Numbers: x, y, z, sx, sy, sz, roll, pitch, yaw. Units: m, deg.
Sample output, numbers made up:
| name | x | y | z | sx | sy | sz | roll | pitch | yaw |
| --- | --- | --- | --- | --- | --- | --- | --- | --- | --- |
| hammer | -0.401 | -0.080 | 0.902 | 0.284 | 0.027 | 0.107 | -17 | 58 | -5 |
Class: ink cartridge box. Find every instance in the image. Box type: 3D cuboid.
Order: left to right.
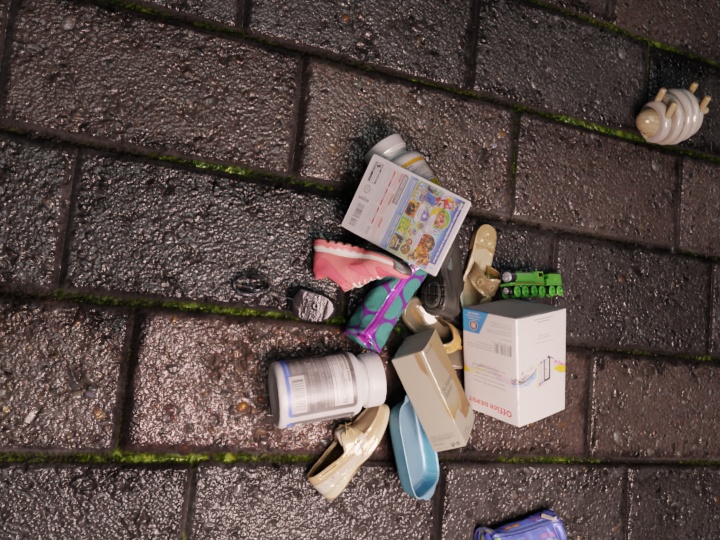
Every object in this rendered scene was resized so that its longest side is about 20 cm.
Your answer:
| name | x | y | z | sx | sy | sz | roll | pitch | yaw |
| --- | --- | --- | --- | --- | --- | --- | --- | --- | --- |
| ink cartridge box | 0.299 | 0.172 | 1.081 | 0.142 | 0.146 | 0.205 | -7 | 99 | -32 |

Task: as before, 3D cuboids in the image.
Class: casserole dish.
| name | x | y | z | sx | sy | sz | roll | pitch | yaw |
| --- | --- | --- | --- | --- | --- | --- | --- | --- | --- |
| casserole dish | 0.100 | 0.333 | 1.059 | 0.120 | 0.038 | 0.205 | -10 | 90 | -57 |

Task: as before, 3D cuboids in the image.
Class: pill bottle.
| name | x | y | z | sx | sy | sz | roll | pitch | yaw |
| --- | --- | --- | --- | --- | --- | --- | --- | --- | --- |
| pill bottle | -0.059 | 0.208 | 0.993 | 0.196 | 0.113 | 0.117 | -5 | 89 | -20 |
| pill bottle | 0.093 | -0.153 | 1.060 | 0.112 | 0.113 | 0.202 | -31 | 85 | -18 |

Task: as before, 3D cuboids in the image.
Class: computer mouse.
| name | x | y | z | sx | sy | sz | roll | pitch | yaw |
| --- | --- | --- | --- | --- | --- | --- | --- | --- | --- |
| computer mouse | -0.139 | 0.047 | 1.021 | 0.196 | 0.034 | 0.060 | 19 | 97 | -13 |

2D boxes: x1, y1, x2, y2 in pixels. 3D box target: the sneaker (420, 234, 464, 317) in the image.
| name | x | y | z | sx | sy | sz | roll | pitch | yaw |
| --- | --- | --- | --- | --- | --- | --- | --- | --- | --- |
| sneaker | 0.171 | -0.001 | 1.116 | 0.090 | 0.075 | 0.204 | 22 | 71 | -43 |

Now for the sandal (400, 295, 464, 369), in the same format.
| name | x | y | z | sx | sy | sz | roll | pitch | yaw |
| --- | --- | --- | --- | --- | --- | --- | --- | --- | --- |
| sandal | 0.160 | 0.127 | 1.108 | 0.200 | 0.054 | 0.081 | 42 | 75 | -13 |

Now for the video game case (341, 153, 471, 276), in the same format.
| name | x | y | z | sx | sy | sz | roll | pitch | yaw |
| --- | --- | --- | --- | --- | --- | --- | --- | --- | --- |
| video game case | 0.080 | -0.101 | 0.998 | 0.197 | 0.018 | 0.145 | 28 | 98 | 11 |

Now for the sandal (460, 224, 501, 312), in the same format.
| name | x | y | z | sx | sy | sz | roll | pitch | yaw |
| --- | --- | --- | --- | --- | --- | --- | --- | --- | --- |
| sandal | 0.257 | 0.009 | 1.141 | 0.076 | 0.069 | 0.217 | 9 | 84 | -19 |

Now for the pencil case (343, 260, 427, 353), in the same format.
| name | x | y | z | sx | sy | sz | roll | pitch | yaw |
| --- | --- | --- | --- | --- | --- | --- | --- | --- | --- |
| pencil case | 0.051 | 0.055 | 1.051 | 0.084 | 0.092 | 0.202 | 34 | 77 | -2 |

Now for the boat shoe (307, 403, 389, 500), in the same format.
| name | x | y | z | sx | sy | sz | roll | pitch | yaw |
| --- | --- | --- | --- | --- | --- | --- | --- | --- | --- |
| boat shoe | -0.022 | 0.320 | 1.021 | 0.069 | 0.073 | 0.201 | 41 | 76 | -19 |

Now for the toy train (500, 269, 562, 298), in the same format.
| name | x | y | z | sx | sy | sz | roll | pitch | yaw |
| --- | --- | --- | --- | --- | --- | --- | --- | --- | --- |
| toy train | 0.362 | 0.028 | 1.167 | 0.197 | 0.041 | 0.058 | 2 | 81 | -40 |

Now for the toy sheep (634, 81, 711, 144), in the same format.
| name | x | y | z | sx | sy | sz | roll | pitch | yaw |
| --- | --- | --- | --- | --- | --- | --- | --- | --- | --- |
| toy sheep | 0.736 | -0.364 | 1.302 | 0.195 | 0.138 | 0.141 | -8 | 90 | -8 |

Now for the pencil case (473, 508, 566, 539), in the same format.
| name | x | y | z | sx | sy | sz | roll | pitch | yaw |
| --- | --- | --- | --- | --- | --- | --- | --- | --- | --- |
| pencil case | 0.330 | 0.547 | 1.133 | 0.196 | 0.078 | 0.089 | -3 | 117 | -20 |

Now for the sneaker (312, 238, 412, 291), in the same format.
| name | x | y | z | sx | sy | sz | roll | pitch | yaw |
| --- | --- | --- | --- | --- | --- | --- | --- | --- | --- |
| sneaker | 0.000 | 0.000 | 1.022 | 0.196 | 0.074 | 0.089 | 14 | 96 | 20 |

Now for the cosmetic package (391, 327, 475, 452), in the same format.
| name | x | y | z | sx | sy | sz | roll | pitch | yaw |
| --- | --- | --- | --- | --- | --- | --- | --- | --- | --- |
| cosmetic package | 0.142 | 0.226 | 1.057 | 0.203 | 0.070 | 0.105 | 64 | 28 | -10 |
